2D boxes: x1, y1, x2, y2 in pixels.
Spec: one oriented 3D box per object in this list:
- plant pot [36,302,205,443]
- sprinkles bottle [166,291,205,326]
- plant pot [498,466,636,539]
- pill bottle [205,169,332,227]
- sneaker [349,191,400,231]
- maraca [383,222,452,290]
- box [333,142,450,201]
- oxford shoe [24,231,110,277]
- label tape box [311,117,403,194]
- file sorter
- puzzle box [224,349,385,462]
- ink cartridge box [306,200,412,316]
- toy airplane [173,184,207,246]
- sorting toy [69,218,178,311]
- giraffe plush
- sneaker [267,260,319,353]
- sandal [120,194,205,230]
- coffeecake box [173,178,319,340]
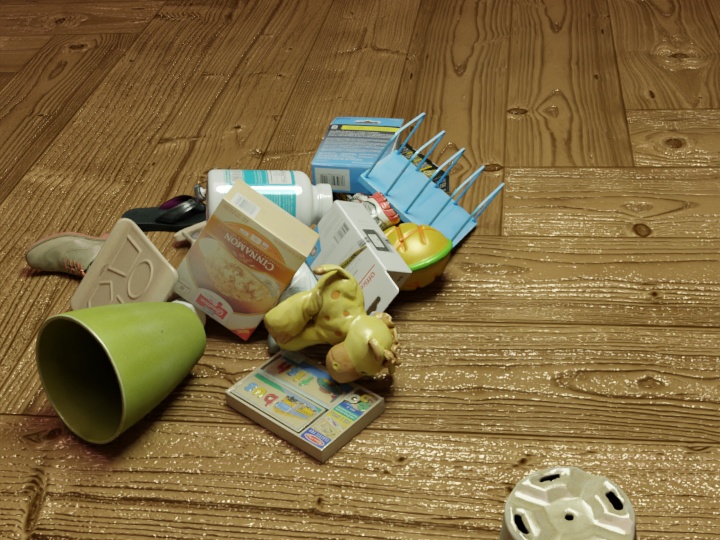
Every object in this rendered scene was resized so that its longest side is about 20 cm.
[{"bbox_3d":[-0.326,0.120,1.464,0.187,0.188,0.200,20,29,32],"label":"plant pot"},{"bbox_3d":[-0.329,0.044,1.666,0.068,0.068,0.200,-26,39,-27],"label":"sprinkles bottle"},{"bbox_3d":[0.220,0.319,1.087,0.200,0.184,0.201,-4,34,2],"label":"plant pot"},{"bbox_3d":[-0.149,-0.107,1.646,0.199,0.111,0.111,0,33,-11],"label":"pill bottle"},{"bbox_3d":[-0.002,-0.086,1.749,0.082,0.078,0.200,-37,5,-12],"label":"sneaker"},{"bbox_3d":[0.059,-0.020,1.677,0.199,0.107,0.137,-8,18,34],"label":"maraca"},{"bbox_3d":[0.045,-0.168,1.939,0.199,0.049,0.160,-21,40,-22],"label":"box"},{"bbox_3d":[-0.494,-0.021,1.784,0.199,0.071,0.075,-6,40,1],"label":"oxford shoe"},{"bbox_3d":[-0.001,-0.220,1.924,0.143,0.066,0.200,4,34,11],"label":"label tape box"},{"bbox_3d":[0.127,-0.153,1.748,0.200,0.123,0.139,42,39,5],"label":"file sorter"},{"bbox_3d":[-0.082,0.187,1.460,0.200,0.025,0.133,23,44,35],"label":"puzzle box"},{"bbox_3d":[0.000,0.000,1.604,0.067,0.116,0.200,5,42,-48],"label":"ink cartridge box"},{"bbox_3d":[-0.214,-0.092,1.813,0.199,0.142,0.200,-17,-2,-33],"label":"toy airplane"},{"bbox_3d":[-0.377,0.035,1.630,0.036,0.185,0.200,25,11,-46],"label":"sorting toy"},{"bbox_3d":[-0.017,0.090,1.468,0.172,0.200,0.162,-8,58,-56],"label":"giraffe plush"},{"bbox_3d":[-0.089,0.058,1.612,0.080,0.071,0.201,22,45,3],"label":"sneaker"},{"bbox_3d":[-0.353,-0.110,1.909,0.200,0.048,0.075,-5,34,2],"label":"sandal"},{"bbox_3d":[-0.182,-0.014,1.565,0.153,0.200,0.073,35,33,-5],"label":"coffeecake box"}]
